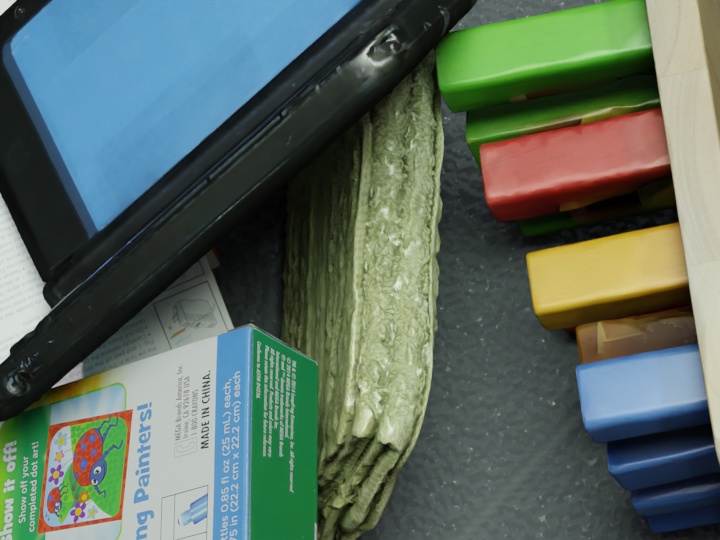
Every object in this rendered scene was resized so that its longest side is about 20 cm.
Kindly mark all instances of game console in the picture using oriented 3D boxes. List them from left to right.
[{"bbox_3d":[-0.071,-0.069,0.959,0.200,0.176,0.116,-40,94,21],"label":"game console"}]

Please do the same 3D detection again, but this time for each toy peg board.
[{"bbox_3d":[0.098,0.005,1.006,0.097,0.200,0.200,-11,69,13],"label":"toy peg board"}]

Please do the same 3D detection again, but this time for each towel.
[{"bbox_3d":[0.000,0.000,1.029,0.036,0.148,0.201,7,65,-12],"label":"towel"}]

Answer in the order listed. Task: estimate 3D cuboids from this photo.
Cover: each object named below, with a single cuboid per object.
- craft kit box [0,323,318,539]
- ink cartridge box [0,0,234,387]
[{"bbox_3d":[-0.103,0.138,0.938,0.197,0.048,0.201,-15,61,31],"label":"craft kit box"},{"bbox_3d":[-0.117,-0.017,1.074,0.108,0.050,0.201,-23,72,-1],"label":"ink cartridge box"}]
